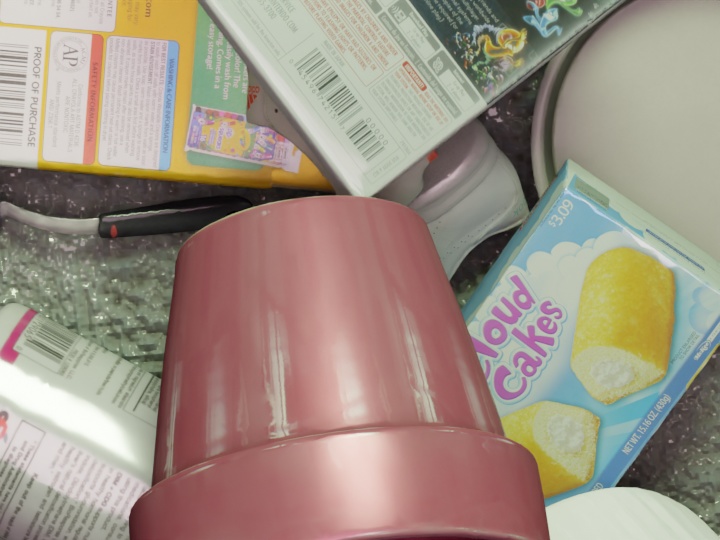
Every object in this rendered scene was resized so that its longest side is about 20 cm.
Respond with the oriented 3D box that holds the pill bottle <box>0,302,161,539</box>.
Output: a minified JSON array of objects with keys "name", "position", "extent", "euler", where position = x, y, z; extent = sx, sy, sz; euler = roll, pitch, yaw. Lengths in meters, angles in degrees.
[{"name":"pill bottle","position":[-0.126,0.112,1.296],"extent":[0.199,0.113,0.114],"euler":[29,95,-1]}]

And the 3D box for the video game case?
[{"name":"video game case","position":[0.008,-0.164,1.191],"extent":[0.182,0.023,0.200],"euler":[-38,92,-10]}]

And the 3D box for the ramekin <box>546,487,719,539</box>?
[{"name":"ramekin","position":[0.125,0.208,1.270],"extent":[0.200,0.098,0.201],"euler":[-18,133,-21]}]

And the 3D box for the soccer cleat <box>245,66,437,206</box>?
[{"name":"soccer cleat","position":[-0.035,-0.114,1.233],"extent":[0.077,0.069,0.201],"euler":[-29,95,5]}]

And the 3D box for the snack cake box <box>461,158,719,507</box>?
[{"name":"snack cake box","position":[0.099,0.057,1.290],"extent":[0.115,0.067,0.200],"euler":[33,107,-4]}]

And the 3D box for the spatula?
[{"name":"spatula","position":[-0.157,-0.027,1.322],"extent":[0.199,0.057,0.021],"euler":[-1,51,-6]}]

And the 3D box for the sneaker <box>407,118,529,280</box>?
[{"name":"sneaker","position":[0.000,0.000,1.314],"extent":[0.199,0.075,0.089],"euler":[-29,132,14]}]

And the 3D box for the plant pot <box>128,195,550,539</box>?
[{"name":"plant pot","position":[-0.018,0.070,1.177],"extent":[0.199,0.200,0.180],"euler":[-8,70,1]}]

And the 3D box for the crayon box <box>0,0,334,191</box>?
[{"name":"crayon box","position":[-0.107,-0.112,1.300],"extent":[0.199,0.052,0.127],"euler":[5,95,0]}]

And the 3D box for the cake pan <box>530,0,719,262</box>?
[{"name":"cake pan","position":[0.190,-0.070,1.317],"extent":[0.199,0.037,0.202],"euler":[0,95,1]}]
